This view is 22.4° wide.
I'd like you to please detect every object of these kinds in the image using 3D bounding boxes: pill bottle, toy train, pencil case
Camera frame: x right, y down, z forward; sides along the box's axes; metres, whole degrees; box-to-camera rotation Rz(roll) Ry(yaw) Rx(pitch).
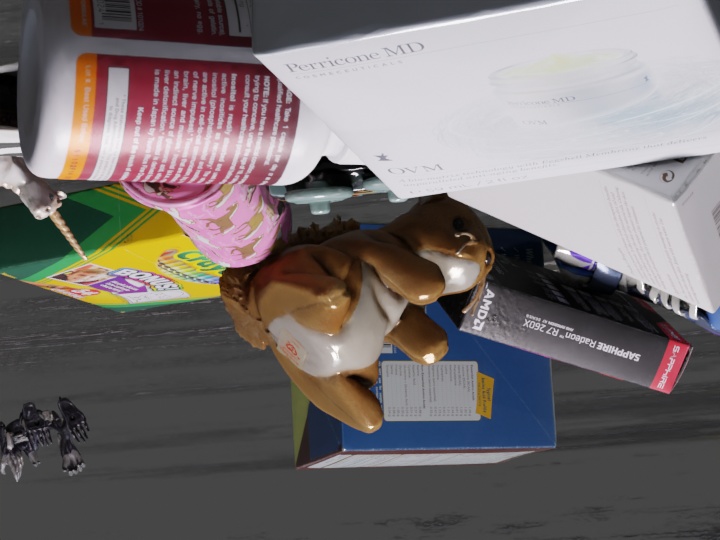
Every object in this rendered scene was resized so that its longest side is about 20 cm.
[{"bbox_3d":[-0.084,-0.104,1.005,0.199,0.114,0.113,2,166,-19],"label":"pill bottle"},{"bbox_3d":[0.024,-0.085,1.211,0.199,0.086,0.114,-6,179,5],"label":"toy train"},{"bbox_3d":[-0.106,-0.058,1.269,0.082,0.087,0.200,-19,164,7],"label":"pencil case"}]

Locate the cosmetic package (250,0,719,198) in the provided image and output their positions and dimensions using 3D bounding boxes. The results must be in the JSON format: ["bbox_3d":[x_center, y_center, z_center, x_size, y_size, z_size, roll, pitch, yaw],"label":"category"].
[{"bbox_3d":[0.076,-0.132,0.866,0.198,0.124,0.200,-8,159,20],"label":"cosmetic package"}]

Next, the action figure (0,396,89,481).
[{"bbox_3d":[-0.431,0.231,2.424,0.118,0.103,0.200,-10,170,-25],"label":"action figure"}]

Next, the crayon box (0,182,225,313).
[{"bbox_3d":[-0.173,-0.018,1.481,0.172,0.059,0.200,-9,166,22],"label":"crayon box"}]

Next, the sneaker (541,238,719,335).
[{"bbox_3d":[0.232,0.001,1.484,0.146,0.081,0.200,0,-158,-27],"label":"sneaker"}]

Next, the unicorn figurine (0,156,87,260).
[{"bbox_3d":[-0.281,-0.068,1.237,0.199,0.074,0.137,12,175,-4],"label":"unicorn figurine"}]

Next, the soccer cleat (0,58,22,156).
[{"bbox_3d":[-0.171,-0.098,1.120,0.199,0.069,0.085,4,170,-11],"label":"soccer cleat"}]

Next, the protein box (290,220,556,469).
[{"bbox_3d":[0.051,0.069,1.605,0.199,0.200,0.135,1,168,-21],"label":"protein box"}]

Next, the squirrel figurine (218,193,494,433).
[{"bbox_3d":[0.000,0.000,1.403,0.187,0.142,0.200,-41,-144,-27],"label":"squirrel figurine"}]

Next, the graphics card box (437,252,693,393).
[{"bbox_3d":[0.162,0.036,1.511,0.199,0.051,0.126,18,-166,-18],"label":"graphics card box"}]

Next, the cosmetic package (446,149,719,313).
[{"bbox_3d":[0.127,-0.068,1.014,0.200,0.085,0.108,28,160,37],"label":"cosmetic package"}]
